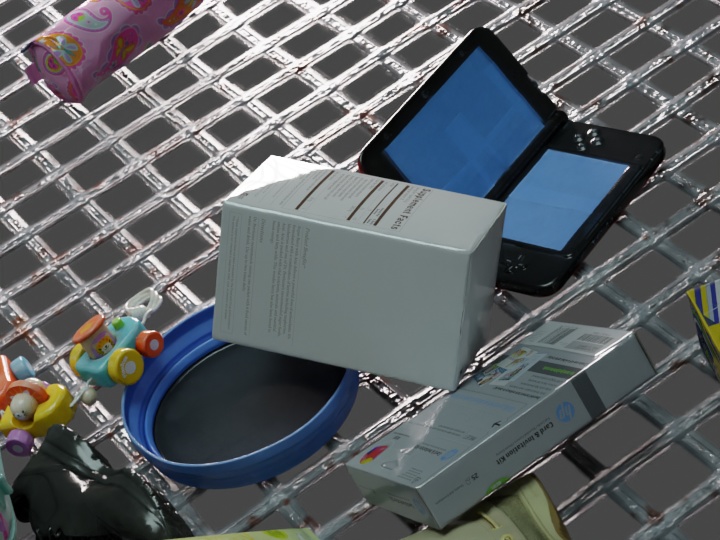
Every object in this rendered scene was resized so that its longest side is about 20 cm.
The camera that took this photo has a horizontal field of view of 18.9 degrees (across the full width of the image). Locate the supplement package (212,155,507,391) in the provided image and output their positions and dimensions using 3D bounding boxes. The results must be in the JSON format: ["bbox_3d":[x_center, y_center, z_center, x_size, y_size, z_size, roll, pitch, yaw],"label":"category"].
[{"bbox_3d":[0.000,0.000,1.696,0.200,0.121,0.120,12,24,13],"label":"supplement package"}]

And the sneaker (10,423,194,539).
[{"bbox_3d":[-0.204,0.193,1.683,0.091,0.076,0.200,-49,37,-16],"label":"sneaker"}]

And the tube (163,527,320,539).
[{"bbox_3d":[-0.102,0.213,1.559,0.200,0.052,0.058,-1,66,-34],"label":"tube"}]

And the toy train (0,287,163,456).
[{"bbox_3d":[-0.260,0.074,1.818,0.200,0.056,0.150,-31,31,8],"label":"toy train"}]

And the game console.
[{"bbox_3d":[0.130,-0.095,1.813,0.172,0.119,0.200,14,51,38],"label":"game console"}]

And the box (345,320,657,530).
[{"bbox_3d":[0.101,0.110,1.593,0.200,0.041,0.156,-33,11,-16],"label":"box"}]

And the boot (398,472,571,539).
[{"bbox_3d":[0.079,0.230,1.481,0.155,0.073,0.200,-22,32,-1],"label":"boot"}]

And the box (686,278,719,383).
[{"bbox_3d":[0.302,0.083,1.558,0.070,0.064,0.200,-21,37,1],"label":"box"}]

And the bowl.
[{"bbox_3d":[-0.094,0.098,1.757,0.200,0.039,0.201,-14,38,11],"label":"bowl"}]

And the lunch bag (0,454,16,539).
[{"bbox_3d":[-0.347,0.175,1.669,0.160,0.077,0.200,-22,38,-3],"label":"lunch bag"}]

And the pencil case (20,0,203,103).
[{"bbox_3d":[-0.252,-0.253,2.223,0.200,0.087,0.087,-43,42,-23],"label":"pencil case"}]
